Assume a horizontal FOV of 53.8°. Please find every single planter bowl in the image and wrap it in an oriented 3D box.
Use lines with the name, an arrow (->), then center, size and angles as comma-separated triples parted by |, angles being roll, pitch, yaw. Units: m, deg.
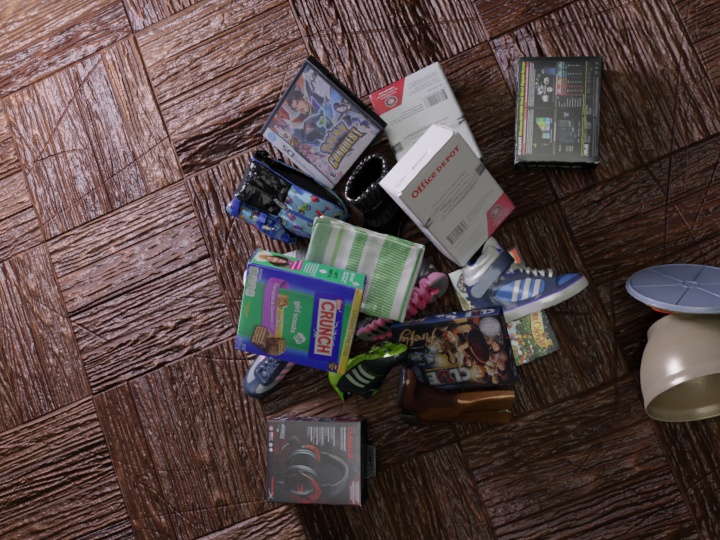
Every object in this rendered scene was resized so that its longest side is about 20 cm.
planter bowl -> 0.552, 0.147, 1.167 | 0.198, 0.201, 0.136 | -11, 56, 9

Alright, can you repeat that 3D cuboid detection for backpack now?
backpack -> -0.121, -0.116, 1.307 | 0.199, 0.183, 0.136 | 28, 94, 3

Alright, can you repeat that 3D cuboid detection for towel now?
towel -> 0.000, 0.000, 1.239 | 0.198, 0.023, 0.154 | 15, 105, -2

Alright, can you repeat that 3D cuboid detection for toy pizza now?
toy pizza -> 0.544, 0.037, 1.173 | 0.198, 0.200, 0.032 | -2, 110, 10

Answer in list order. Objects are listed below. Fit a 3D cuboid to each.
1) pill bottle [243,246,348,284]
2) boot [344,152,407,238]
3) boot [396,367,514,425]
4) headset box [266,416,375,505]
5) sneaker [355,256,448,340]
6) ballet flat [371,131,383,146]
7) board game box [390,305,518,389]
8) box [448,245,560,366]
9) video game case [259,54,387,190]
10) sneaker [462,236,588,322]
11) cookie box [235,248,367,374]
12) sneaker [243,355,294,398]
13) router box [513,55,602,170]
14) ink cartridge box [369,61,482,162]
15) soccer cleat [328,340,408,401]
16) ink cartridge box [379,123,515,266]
pill bottle -> -0.108, 0.018, 1.320 | 0.198, 0.113, 0.114 | -15, 82, 8
boot -> 0.021, -0.088, 1.273 | 0.079, 0.158, 0.214 | 10, 79, 23
boot -> 0.165, 0.224, 1.222 | 0.197, 0.189, 0.069 | 0, 50, 12
headset box -> -0.068, 0.347, 1.302 | 0.197, 0.075, 0.151 | -1, 84, 10
sneaker -> 0.064, 0.049, 1.318 | 0.199, 0.079, 0.096 | -37, 59, 4
ballet flat -> -0.043, -0.260, 1.355 | 0.198, 0.067, 0.069 | 15, 73, 21
board game box -> 0.165, 0.141, 1.247 | 0.198, 0.035, 0.137 | -10, 110, 25
box -> 0.259, 0.074, 1.288 | 0.135, 0.038, 0.202 | -23, 81, 7
video game case -> -0.073, -0.260, 1.299 | 0.180, 0.026, 0.200 | 41, 135, -5
sneaker -> 0.276, 0.000, 1.230 | 0.198, 0.081, 0.148 | -23, 87, 13
cookie box -> -0.102, 0.071, 1.221 | 0.198, 0.075, 0.173 | 13, 114, 0
sneaker -> -0.155, 0.161, 1.331 | 0.070, 0.082, 0.200 | 42, 93, 9
router box -> 0.357, -0.285, 1.292 | 0.148, 0.062, 0.203 | 3, 85, 9
ink cartridge box -> 0.123, -0.257, 1.320 | 0.143, 0.084, 0.202 | -24, 81, 6
soccer cleat -> 0.022, 0.183, 1.276 | 0.199, 0.067, 0.082 | -27, 92, 43
ink cartridge box -> 0.151, -0.130, 1.219 | 0.147, 0.083, 0.200 | -47, 123, -1
